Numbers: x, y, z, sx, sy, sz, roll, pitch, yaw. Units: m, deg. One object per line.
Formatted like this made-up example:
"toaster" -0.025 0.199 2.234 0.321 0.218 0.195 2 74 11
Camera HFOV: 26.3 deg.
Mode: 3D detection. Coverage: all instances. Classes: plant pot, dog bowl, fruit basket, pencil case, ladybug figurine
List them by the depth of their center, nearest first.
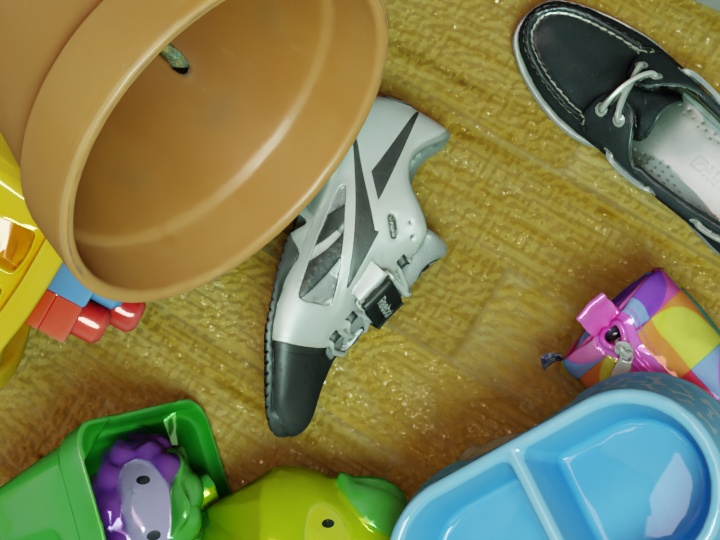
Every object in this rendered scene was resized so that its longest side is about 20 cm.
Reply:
"plant pot" -0.104 -0.105 0.761 0.140 0.200 0.200 43 92 23
"dog bowl" 0.100 0.127 0.770 0.199 0.050 0.112 -30 75 13
"ladybug figurine" 0.125 0.171 0.823 0.136 0.072 0.200 -42 73 14
"pencil case" 0.190 0.091 0.825 0.088 0.088 0.200 -42 84 3
"fruit basket" -0.077 0.167 0.830 0.214 0.155 0.218 1 92 24

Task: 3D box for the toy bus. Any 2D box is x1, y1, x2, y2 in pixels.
"toy bus" -0.216 -0.003 0.859 0.191 0.136 0.200 31 116 -15

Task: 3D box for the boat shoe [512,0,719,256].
"boat shoe" 0.166 -0.082 0.849 0.200 0.060 0.076 39 92 8

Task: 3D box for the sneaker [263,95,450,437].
"sneaker" 0.000 0.000 0.857 0.088 0.074 0.202 14 85 5

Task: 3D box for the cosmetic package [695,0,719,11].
"cosmetic package" 0.280 -0.201 0.791 0.199 0.166 0.168 26 90 9

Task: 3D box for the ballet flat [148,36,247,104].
"ballet flat" -0.106 -0.105 0.878 0.198 0.071 0.071 2 87 12
